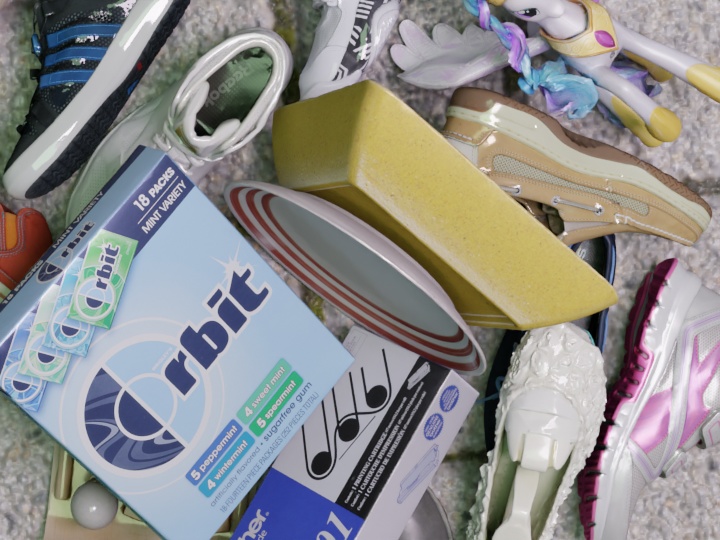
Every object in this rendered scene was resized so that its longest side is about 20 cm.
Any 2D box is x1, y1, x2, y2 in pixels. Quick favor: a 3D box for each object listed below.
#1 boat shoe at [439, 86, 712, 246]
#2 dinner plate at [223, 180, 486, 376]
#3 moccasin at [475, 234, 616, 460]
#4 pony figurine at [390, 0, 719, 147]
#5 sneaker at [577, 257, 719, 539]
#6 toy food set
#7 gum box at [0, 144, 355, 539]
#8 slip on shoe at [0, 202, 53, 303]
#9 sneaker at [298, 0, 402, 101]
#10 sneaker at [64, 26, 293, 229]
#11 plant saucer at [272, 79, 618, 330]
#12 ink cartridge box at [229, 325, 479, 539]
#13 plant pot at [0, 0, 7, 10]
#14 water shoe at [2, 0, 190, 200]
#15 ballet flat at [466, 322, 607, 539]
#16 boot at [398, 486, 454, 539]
[{"bbox_3d":[0.130,-0.045,1.033,0.198,0.072,0.077,21,86,-21],"label":"boat shoe"},{"bbox_3d":[0.000,0.000,1.029,0.200,0.200,0.024,38,78,-5],"label":"dinner plate"},{"bbox_3d":[0.124,0.058,1.099,0.080,0.068,0.202,9,94,-3],"label":"moccasin"},{"bbox_3d":[0.127,-0.157,1.040,0.199,0.193,0.167,29,96,-23],"label":"pony figurine"},{"bbox_3d":[0.207,0.099,1.100,0.087,0.081,0.202,21,94,-2],"label":"sneaker"},{"bbox_3d":[-0.136,0.104,1.096,0.142,0.060,0.202,7,95,-3],"label":"toy food set"},{"bbox_3d":[-0.121,0.053,1.020,0.170,0.044,0.200,-50,121,-14],"label":"gum box"},{"bbox_3d":[-0.223,-0.010,1.059,0.061,0.074,0.200,-44,72,-5],"label":"slip on shoe"},{"bbox_3d":[-0.018,-0.208,1.072,0.114,0.075,0.201,28,88,-4],"label":"sneaker"},{"bbox_3d":[-0.123,-0.081,1.055,0.074,0.116,0.200,42,93,-7],"label":"sneaker"},{"bbox_3d":[0.035,-0.026,1.006,0.200,0.200,0.049,40,77,-15],"label":"plant saucer"},{"bbox_3d":[-0.013,0.144,1.067,0.044,0.094,0.201,40,77,-47],"label":"ink cartridge box"},{"bbox_3d":[-0.258,-0.247,1.011,0.199,0.201,0.184,31,103,-4],"label":"plant pot"},{"bbox_3d":[-0.186,-0.139,1.070,0.079,0.072,0.201,33,77,2],"label":"water shoe"},{"bbox_3d":[0.113,0.129,1.056,0.071,0.072,0.202,9,117,-3],"label":"ballet flat"},{"bbox_3d":[0.050,0.229,1.043,0.072,0.200,0.184,-18,95,-1],"label":"boot"}]
